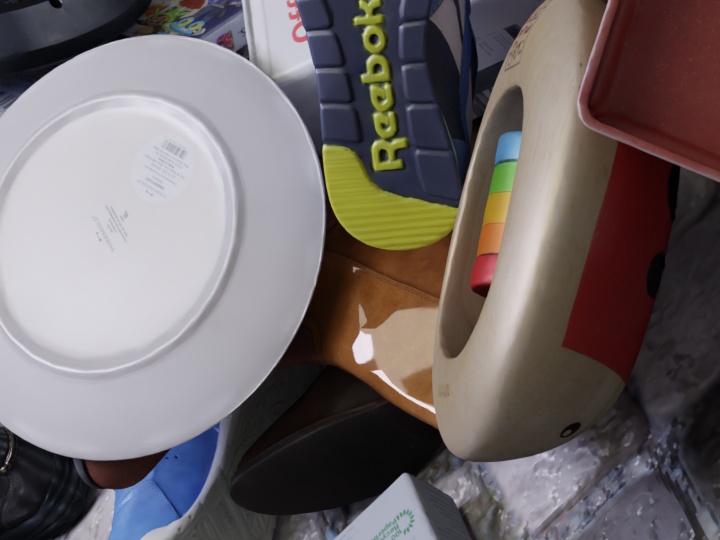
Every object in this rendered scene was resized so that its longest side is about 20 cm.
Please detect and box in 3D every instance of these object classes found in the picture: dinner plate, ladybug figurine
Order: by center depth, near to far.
[{"bbox_3d":[0.082,-0.017,1.060,0.136,0.072,0.201,161,122,-78],"label":"ladybug figurine"},{"bbox_3d":[-0.109,-0.014,1.188,0.200,0.024,0.201,-7,72,22],"label":"dinner plate"}]

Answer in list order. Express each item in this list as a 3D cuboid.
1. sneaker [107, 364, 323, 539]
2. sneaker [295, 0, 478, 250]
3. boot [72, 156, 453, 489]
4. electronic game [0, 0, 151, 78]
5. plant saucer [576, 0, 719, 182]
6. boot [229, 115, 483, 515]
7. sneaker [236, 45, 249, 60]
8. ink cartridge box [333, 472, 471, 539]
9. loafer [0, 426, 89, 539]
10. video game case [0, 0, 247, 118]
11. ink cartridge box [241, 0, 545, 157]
[{"bbox_3d":[-0.101,0.112,1.296,0.111,0.077,0.200,4,66,44],"label":"sneaker"},{"bbox_3d":[0.012,-0.114,1.127,0.074,0.082,0.201,2,108,12],"label":"sneaker"},{"bbox_3d":[-0.017,0.044,1.177,0.200,0.069,0.188,23,68,35],"label":"boot"},{"bbox_3d":[-0.204,-0.141,1.335,0.200,0.199,0.042,43,143,52],"label":"electronic game"},{"bbox_3d":[0.194,-0.109,1.025,0.037,0.199,0.201,149,141,-72],"label":"plant saucer"},{"bbox_3d":[0.000,0.000,1.263,0.186,0.064,0.200,-30,48,16],"label":"boot"},{"bbox_3d":[-0.057,-0.128,1.416,0.090,0.066,0.201,-27,45,40],"label":"sneaker"},{"bbox_3d":[-0.006,0.223,1.147,0.200,0.041,0.200,-44,40,21],"label":"ink cartridge box"},{"bbox_3d":[-0.237,0.134,1.446,0.200,0.072,0.073,-35,45,31],"label":"loafer"},{"bbox_3d":[-0.162,-0.119,1.350,0.200,0.023,0.182,18,42,39],"label":"video game case"},{"bbox_3d":[0.047,-0.151,1.247,0.199,0.085,0.146,-21,49,15],"label":"ink cartridge box"}]
